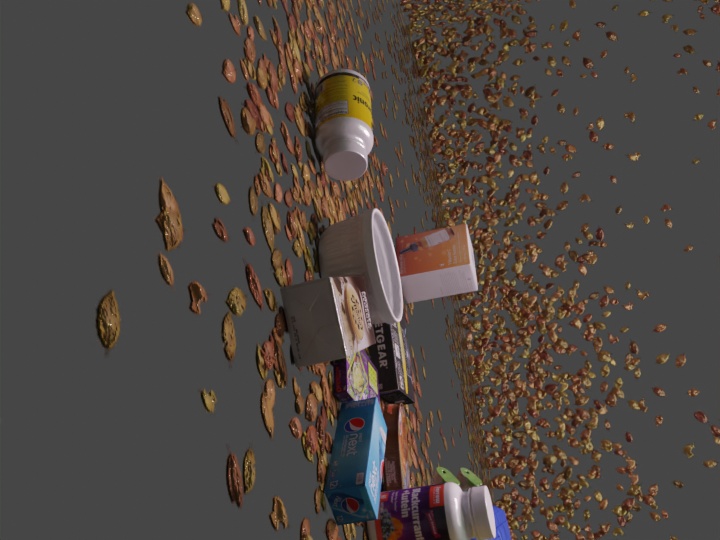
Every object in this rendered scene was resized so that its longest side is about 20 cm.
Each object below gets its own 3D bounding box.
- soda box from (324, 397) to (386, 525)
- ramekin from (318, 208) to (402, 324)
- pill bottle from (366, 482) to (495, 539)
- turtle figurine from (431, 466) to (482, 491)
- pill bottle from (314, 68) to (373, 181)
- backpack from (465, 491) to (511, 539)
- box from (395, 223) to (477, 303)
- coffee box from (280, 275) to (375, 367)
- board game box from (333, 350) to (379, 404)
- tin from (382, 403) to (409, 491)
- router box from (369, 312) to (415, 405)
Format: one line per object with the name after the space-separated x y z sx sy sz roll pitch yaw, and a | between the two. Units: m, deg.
-0.003 0.282 1.156 0.201 0.063 0.069 -77 152 -61 | soda box
0.000 0.000 1.338 0.200 0.104 0.203 -11 90 -78 | ramekin
0.117 0.412 1.261 0.111 0.197 0.113 -12 90 -78 | pill bottle
0.153 0.471 1.396 0.200 0.142 0.196 -89 -158 -74 | turtle figurine
-0.031 -0.270 1.434 0.112 0.110 0.202 61 22 -53 | pill bottle
0.235 0.600 1.733 0.199 0.161 0.170 -1 70 -65 | backpack
0.200 -0.018 2.029 0.107 0.197 0.154 67 17 -45 | box
-0.043 0.070 1.137 0.200 0.079 0.115 -3 81 -77 | coffee box
-0.005 0.190 1.316 0.200 0.032 0.121 60 19 -55 | board game box
0.064 0.342 1.406 0.112 0.041 0.203 -74 160 -73 | tin
0.061 0.166 1.575 0.157 0.052 0.203 50 31 -64 | router box
